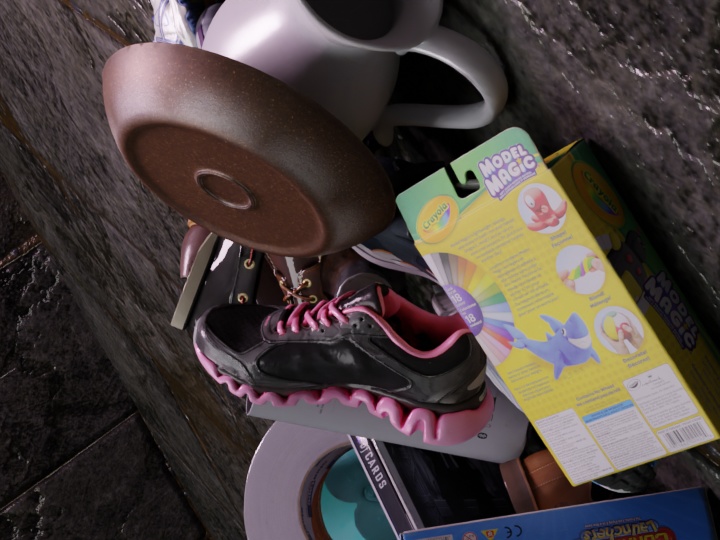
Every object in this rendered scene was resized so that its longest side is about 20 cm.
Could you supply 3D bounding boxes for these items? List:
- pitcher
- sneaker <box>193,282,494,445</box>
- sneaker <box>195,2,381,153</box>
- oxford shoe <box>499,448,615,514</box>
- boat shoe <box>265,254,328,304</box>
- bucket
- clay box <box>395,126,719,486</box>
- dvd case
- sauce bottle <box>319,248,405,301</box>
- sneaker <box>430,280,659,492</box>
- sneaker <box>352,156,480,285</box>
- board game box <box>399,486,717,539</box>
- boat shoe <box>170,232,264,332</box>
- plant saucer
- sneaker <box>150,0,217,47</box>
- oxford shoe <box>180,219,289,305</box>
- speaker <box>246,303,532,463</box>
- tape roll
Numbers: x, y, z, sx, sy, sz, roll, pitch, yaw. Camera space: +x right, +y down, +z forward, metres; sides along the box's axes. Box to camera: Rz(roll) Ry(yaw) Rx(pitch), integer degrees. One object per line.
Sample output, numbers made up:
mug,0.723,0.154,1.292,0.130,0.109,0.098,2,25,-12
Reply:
pitcher,-0.009,-0.122,0.924,0.171,0.121,0.200,40,153,-3
sneaker,-0.009,0.041,0.960,0.198,0.079,0.096,11,129,9
sneaker,-0.046,-0.138,1.109,0.201,0.074,0.088,56,134,21
oxford shoe,0.156,0.171,1.109,0.200,0.071,0.072,51,-164,-69
boat shoe,-0.029,0.011,1.233,0.070,0.071,0.200,-4,137,46
bucket,0.034,0.208,1.405,0.207,0.134,0.207,50,165,19
clay box,0.115,0.016,0.853,0.115,0.048,0.201,-28,96,45
dvd case,0.052,0.135,1.154,0.150,0.025,0.201,8,-133,-47
sauce bottle,0.000,0.000,1.095,0.066,0.066,0.200,58,-172,-11
sneaker,0.128,0.071,0.993,0.200,0.075,0.087,51,175,33
sneaker,0.050,-0.033,0.974,0.199,0.078,0.080,32,159,31
board game box,0.124,0.215,1.030,0.196,0.198,0.056,90,171,-65
boat shoe,-0.073,-0.043,1.065,0.063,0.203,0.074,20,-167,-2
plant saucer,-0.076,-0.062,0.928,0.199,0.037,0.201,23,157,10
sneaker,-0.143,-0.156,1.198,0.075,0.088,0.201,12,-126,-66
oxford shoe,-0.069,0.014,1.297,0.199,0.073,0.071,26,161,-27
speaker,0.020,0.081,1.075,0.081,0.198,0.082,-169,90,-81
tape roll,0.007,0.194,1.258,0.201,0.200,0.066,51,-172,14
